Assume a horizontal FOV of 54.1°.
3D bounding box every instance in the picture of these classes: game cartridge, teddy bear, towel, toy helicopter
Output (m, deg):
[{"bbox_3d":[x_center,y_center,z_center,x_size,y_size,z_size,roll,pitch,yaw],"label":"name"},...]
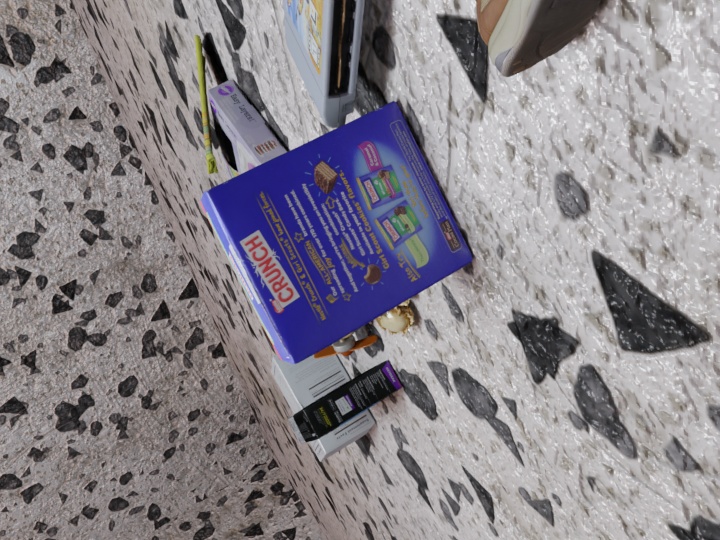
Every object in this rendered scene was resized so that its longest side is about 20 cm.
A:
[{"bbox_3d":[-0.036,-0.244,0.616,0.201,0.041,0.134,98,149,-54],"label":"game cartridge"},{"bbox_3d":[0.000,0.000,0.887,0.199,0.067,0.146,26,150,51],"label":"teddy bear"},{"bbox_3d":[-0.247,-0.263,1.128,0.086,0.018,0.203,147,117,-76],"label":"towel"},{"bbox_3d":[-0.060,0.085,1.058,0.133,0.079,0.200,48,139,-4],"label":"toy helicopter"}]

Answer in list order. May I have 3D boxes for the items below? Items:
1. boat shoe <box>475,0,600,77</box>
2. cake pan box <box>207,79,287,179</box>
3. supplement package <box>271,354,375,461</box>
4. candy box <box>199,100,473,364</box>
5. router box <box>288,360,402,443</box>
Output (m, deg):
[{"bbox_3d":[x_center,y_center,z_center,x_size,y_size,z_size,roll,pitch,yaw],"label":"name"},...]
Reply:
[{"bbox_3d":[0.096,-0.176,0.339,0.072,0.075,0.200,61,160,11],"label":"boat shoe"},{"bbox_3d":[-0.170,-0.172,1.114,0.201,0.052,0.185,54,158,30],"label":"cake pan box"},{"bbox_3d":[-0.074,0.238,1.327,0.201,0.109,0.114,58,161,14],"label":"supplement package"},{"bbox_3d":[-0.023,-0.035,0.656,0.171,0.198,0.077,63,162,-3],"label":"candy box"},{"bbox_3d":[-0.030,0.210,1.104,0.052,0.148,0.200,60,162,7],"label":"router box"}]
